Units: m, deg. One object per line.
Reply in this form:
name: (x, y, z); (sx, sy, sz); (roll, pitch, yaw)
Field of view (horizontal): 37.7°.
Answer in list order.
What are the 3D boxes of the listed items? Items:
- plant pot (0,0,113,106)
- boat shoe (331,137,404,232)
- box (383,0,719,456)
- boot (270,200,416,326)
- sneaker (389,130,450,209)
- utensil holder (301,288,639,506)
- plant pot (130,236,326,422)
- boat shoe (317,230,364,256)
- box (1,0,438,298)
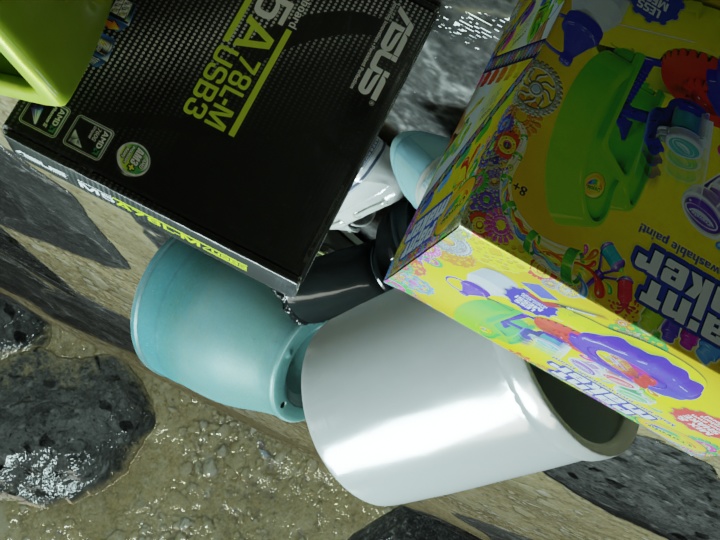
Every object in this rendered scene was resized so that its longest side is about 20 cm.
plant pot: (-0.233, -0.230, 0.565); (0.199, 0.182, 0.199); (18, 160, 27)
boat shoe: (-0.018, -0.060, 0.914); (0.065, 0.074, 0.200); (36, 162, -14)
box: (0.150, -0.039, 0.533); (0.199, 0.193, 0.122); (29, 162, -8)
boot: (0.000, -0.001, 0.911); (0.162, 0.074, 0.198); (-12, 170, 17)
sneaker: (0.087, -0.053, 0.823); (0.082, 0.074, 0.200); (51, -175, 36)
utensil holder: (0.080, 0.077, 0.783); (0.199, 0.171, 0.170); (-25, 130, 37)
plant pot: (-0.111, 0.063, 1.137); (0.187, 0.201, 0.200); (26, 165, 34)
boat shoe: (-0.013, -0.001, 1.094); (0.202, 0.061, 0.072); (39, 159, -34)
box: (-0.079, -0.115, 0.638); (0.192, 0.201, 0.048); (27, 164, 2)
